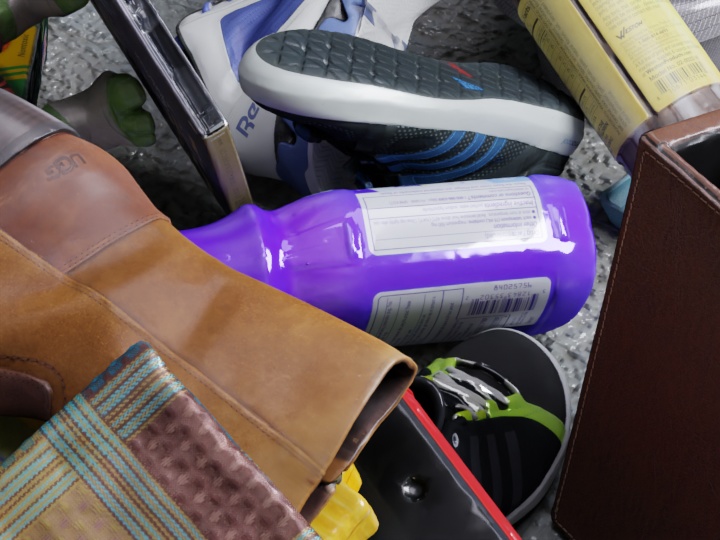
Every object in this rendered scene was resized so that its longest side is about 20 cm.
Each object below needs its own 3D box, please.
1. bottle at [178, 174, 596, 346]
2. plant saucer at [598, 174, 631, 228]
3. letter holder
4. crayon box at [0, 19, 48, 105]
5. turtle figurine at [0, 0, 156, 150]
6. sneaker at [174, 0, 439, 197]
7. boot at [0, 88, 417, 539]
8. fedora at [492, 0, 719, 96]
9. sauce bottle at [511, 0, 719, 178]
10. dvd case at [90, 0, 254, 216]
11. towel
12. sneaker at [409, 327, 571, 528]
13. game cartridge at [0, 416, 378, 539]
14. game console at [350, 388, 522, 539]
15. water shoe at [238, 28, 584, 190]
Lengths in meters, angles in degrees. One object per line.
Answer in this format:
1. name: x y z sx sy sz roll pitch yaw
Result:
1. bottle: 0.000 0.000 1.007 0.198 0.084 0.066 -5 70 -14
2. plant saucer: 0.202 -0.056 1.163 0.070 0.019 0.200 32 45 26
3. letter holder: 0.168 0.054 0.876 0.100 0.201 0.142 -18 45 -29
4. crayon box: -0.255 -0.097 1.107 0.198 0.051 0.127 4 40 -4
5. turtle figurine: -0.184 -0.059 0.951 0.193 0.201 0.144 -31 63 -21
6. sneaker: -0.029 -0.127 1.119 0.114 0.081 0.201 8 67 31
7. boot: -0.108 0.057 0.812 0.199 0.069 0.188 35 71 18
8. fedora: 0.154 -0.152 1.203 0.176 0.091 0.200 11 44 22
9. sauce bottle: 0.105 -0.132 1.083 0.064 0.065 0.201 -20 70 -30
10. dvd case: -0.094 -0.099 0.999 0.016 0.200 0.149 -32 82 -4
11. towel: -0.099 0.140 0.750 0.200 0.022 0.147 -43 77 -4
12. sneaker: 0.034 0.072 0.924 0.071 0.083 0.200 22 41 17
13. game cartridge: -0.114 0.110 0.819 0.176 0.032 0.200 31 76 28
14. game console: -0.018 0.140 0.810 0.176 0.031 0.200 -36 58 -3
15. water shoe: 0.023 -0.054 1.041 0.199 0.079 0.071 6 24 -41
